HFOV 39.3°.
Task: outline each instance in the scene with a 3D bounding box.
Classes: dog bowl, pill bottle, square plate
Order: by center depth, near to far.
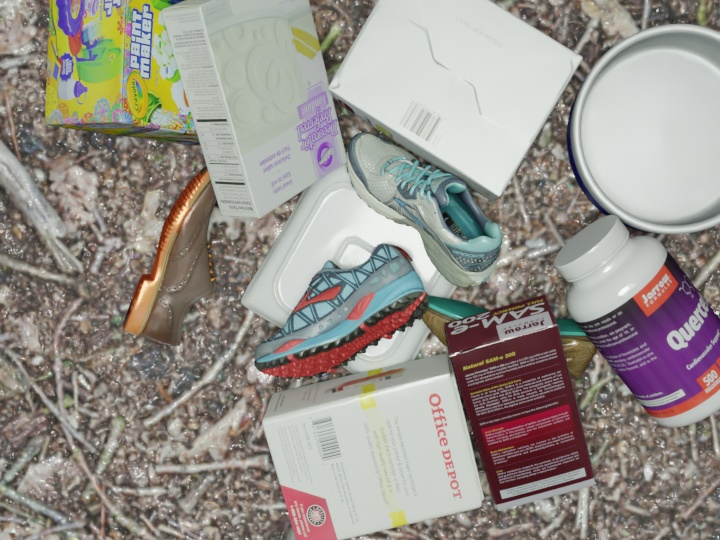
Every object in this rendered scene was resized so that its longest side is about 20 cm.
[{"bbox_3d":[0.280,0.047,0.986,0.112,0.113,0.201,-39,99,6],"label":"pill bottle"},{"bbox_3d":[0.307,-0.137,1.008,0.197,0.079,0.204,0,92,5],"label":"dog bowl"},{"bbox_3d":[0.000,0.000,1.068,0.197,0.028,0.202,31,95,4],"label":"square plate"}]

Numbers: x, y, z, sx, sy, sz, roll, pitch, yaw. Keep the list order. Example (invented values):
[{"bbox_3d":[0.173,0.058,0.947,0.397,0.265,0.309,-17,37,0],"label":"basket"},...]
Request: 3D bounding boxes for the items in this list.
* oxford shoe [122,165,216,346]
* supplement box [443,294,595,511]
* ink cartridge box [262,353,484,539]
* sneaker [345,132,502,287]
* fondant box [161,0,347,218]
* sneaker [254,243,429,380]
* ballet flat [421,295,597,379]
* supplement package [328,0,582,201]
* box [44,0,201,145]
[{"bbox_3d":[-0.183,-0.016,1.075,0.072,0.071,0.202,23,99,-15],"label":"oxford shoe"},{"bbox_3d":[0.159,0.134,1.001,0.107,0.061,0.202,-16,118,5],"label":"supplement box"},{"bbox_3d":[0.015,0.184,1.036,0.197,0.083,0.147,-13,101,6],"label":"ink cartridge box"},{"bbox_3d":[0.070,-0.079,1.014,0.200,0.087,0.078,42,64,9],"label":"sneaker"},{"bbox_3d":[-0.095,-0.171,0.965,0.058,0.144,0.203,7,121,38],"label":"fondant box"},{"bbox_3d":[-0.026,0.042,1.033,0.198,0.079,0.097,-28,60,14],"label":"sneaker"},{"bbox_3d":[0.146,0.077,1.038,0.197,0.068,0.073,9,106,-7],"label":"ballet flat"},{"bbox_3d":[0.093,-0.188,1.010,0.198,0.111,0.157,32,94,4],"label":"supplement package"},{"bbox_3d":[-0.189,-0.232,0.980,0.121,0.191,0.204,5,92,38],"label":"box"}]
